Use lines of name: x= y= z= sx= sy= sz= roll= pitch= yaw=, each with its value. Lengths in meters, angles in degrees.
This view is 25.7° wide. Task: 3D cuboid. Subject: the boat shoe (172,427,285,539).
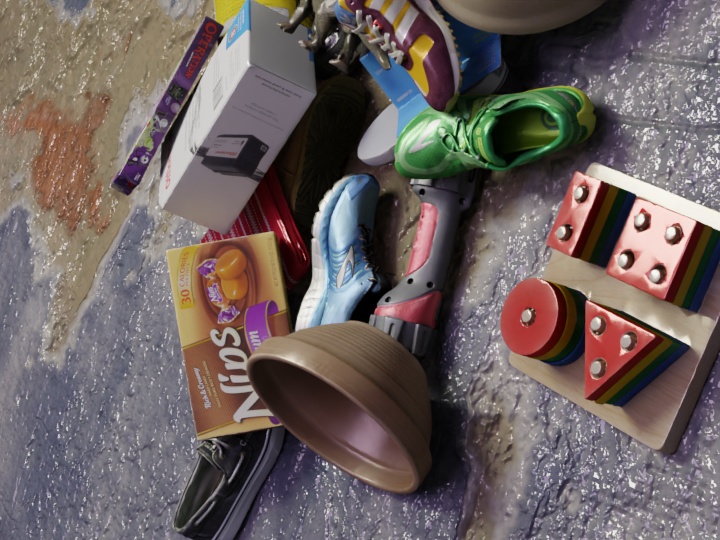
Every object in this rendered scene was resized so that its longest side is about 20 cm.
boat shoe: x=-0.140 y=0.202 z=1.684 sx=0.072 sy=0.071 sz=0.201 roll=25 pitch=95 yaw=51

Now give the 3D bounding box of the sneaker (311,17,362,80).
sneaker: x=-0.016 y=-0.301 z=1.686 sx=0.066 sy=0.090 sz=0.200 roll=34 pitch=99 yaw=30

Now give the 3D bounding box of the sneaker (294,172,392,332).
sneaker: x=0.000 y=0.000 z=1.609 sx=0.090 sy=0.078 sz=0.201 roll=6 pitch=84 yaw=31

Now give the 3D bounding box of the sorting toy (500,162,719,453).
sorting toy: x=0.213 y=0.021 z=1.335 sx=0.200 sy=0.069 sz=0.199 roll=30 pitch=100 yaw=50

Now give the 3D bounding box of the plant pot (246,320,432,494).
plant pot: x=-0.003 y=0.114 z=1.492 sx=0.201 sy=0.201 sz=0.093 roll=6 pitch=51 yaw=50

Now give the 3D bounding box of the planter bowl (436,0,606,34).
planter bowl: x=0.143 y=-0.332 z=1.421 sx=0.200 sy=0.135 sz=0.201 roll=-7 pitch=58 yaw=12

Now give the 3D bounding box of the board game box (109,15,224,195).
board game box: x=-0.215 y=-0.180 z=1.746 sx=0.200 sy=0.032 sz=0.120 roll=-63 pitch=15 yaw=-8

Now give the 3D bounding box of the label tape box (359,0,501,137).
label tape box: x=0.071 y=-0.249 z=1.553 sx=0.144 sy=0.063 sz=0.200 roll=-33 pitch=34 yaw=36

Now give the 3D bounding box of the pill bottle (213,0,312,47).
pill bottle: x=-0.113 y=-0.308 z=1.803 sx=0.111 sy=0.111 sz=0.201 roll=-32 pitch=55 yaw=39

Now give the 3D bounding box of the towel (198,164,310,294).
towel: x=-0.125 y=-0.008 z=1.739 sx=0.200 sy=0.022 sz=0.145 roll=-49 pitch=54 yaw=44

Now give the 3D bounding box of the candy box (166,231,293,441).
candy box: x=-0.128 y=0.068 z=1.635 sx=0.056 sy=0.116 sz=0.201 roll=98 pitch=163 yaw=-87

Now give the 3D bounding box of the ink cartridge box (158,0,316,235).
ink cartridge box: x=-0.131 y=-0.162 z=1.669 sx=0.200 sy=0.084 sz=0.145 roll=-54 pitch=24 yaw=29

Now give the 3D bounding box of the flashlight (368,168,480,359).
flashlight: x=0.058 y=-0.018 z=1.535 sx=0.068 sy=0.068 sz=0.201 roll=6 pitch=83 yaw=53

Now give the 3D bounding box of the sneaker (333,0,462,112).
sneaker: x=0.025 y=-0.229 z=1.466 sx=0.075 sy=0.090 sz=0.200 roll=115 pitch=136 yaw=-65

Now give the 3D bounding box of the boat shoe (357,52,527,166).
boat shoe: x=0.079 y=-0.146 z=1.559 sx=0.200 sy=0.057 sz=0.069 roll=-27 pitch=38 yaw=41

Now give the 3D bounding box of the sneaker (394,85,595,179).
sneaker: x=0.114 y=-0.128 z=1.451 sx=0.199 sy=0.084 sz=0.074 roll=-13 pitch=98 yaw=28

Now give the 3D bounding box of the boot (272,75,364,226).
boot: x=-0.092 y=-0.151 z=1.760 sx=0.200 sy=0.066 sz=0.176 roll=28 pitch=98 yaw=52

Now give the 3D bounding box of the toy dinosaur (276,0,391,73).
toy dinosaur: x=-0.019 y=-0.260 z=1.550 sx=0.102 sy=0.077 sz=0.200 roll=-60 pitch=31 yaw=16
